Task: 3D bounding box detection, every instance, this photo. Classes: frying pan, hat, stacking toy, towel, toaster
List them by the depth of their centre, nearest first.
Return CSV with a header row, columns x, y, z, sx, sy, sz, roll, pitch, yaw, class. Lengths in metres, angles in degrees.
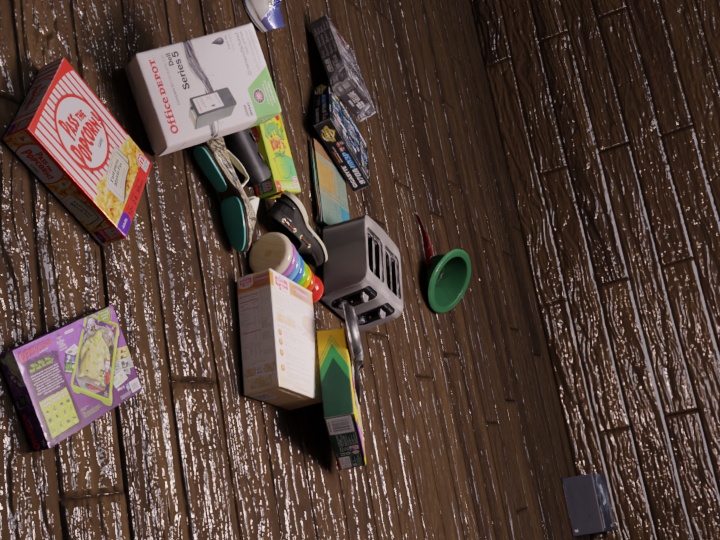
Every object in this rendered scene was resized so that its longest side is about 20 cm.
x,y,z,sx,sy,sz,roll,pitch,yaw,class
-0.010,0.131,1.613,0.191,0.030,0.117,-104,-178,-59,frying pan
-0.121,0.007,1.677,0.200,0.084,0.087,43,37,-57,stacking toy
0.000,0.000,1.907,0.181,0.117,0.203,45,36,-51,toaster
-0.065,-0.169,1.993,0.146,0.021,0.203,36,41,-57,towel
0.185,-0.007,2.471,0.201,0.175,0.166,-55,139,-14,hat

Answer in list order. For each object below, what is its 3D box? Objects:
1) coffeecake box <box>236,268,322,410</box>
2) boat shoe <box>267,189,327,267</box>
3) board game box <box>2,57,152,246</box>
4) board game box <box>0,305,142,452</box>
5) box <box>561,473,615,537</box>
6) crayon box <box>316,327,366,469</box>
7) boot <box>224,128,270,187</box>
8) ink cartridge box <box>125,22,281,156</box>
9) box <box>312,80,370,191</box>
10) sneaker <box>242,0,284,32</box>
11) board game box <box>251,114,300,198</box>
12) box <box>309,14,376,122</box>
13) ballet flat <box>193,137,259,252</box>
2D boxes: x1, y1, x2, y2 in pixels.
x,y,z,sx,sy,sz,roll,pitch,yaw,class
-0.137,0.119,1.566,0.153,0.072,0.204,34,45,-59,coffeecake box
-0.120,-0.067,1.751,0.063,0.073,0.202,-49,145,-16,boat shoe
-0.372,-0.157,1.236,0.201,0.046,0.153,54,30,-39,board game box
-0.349,0.126,1.130,0.200,0.032,0.122,-33,110,-67,board game box
0.803,0.822,3.237,0.199,0.116,0.200,23,54,-60,box
-0.034,0.231,1.651,0.201,0.057,0.175,80,1,-53,crayon box
-0.217,-0.238,1.579,0.165,0.065,0.203,-107,178,-76,boot
-0.243,-0.280,1.427,0.198,0.084,0.148,-22,97,-24,ink cartridge box
-0.042,-0.301,2.070,0.201,0.045,0.160,56,20,-38,box
-0.187,-0.592,1.862,0.202,0.113,0.081,67,25,-16,sneaker
-0.178,-0.239,1.738,0.101,0.047,0.204,-12,86,-67,board game box
-0.040,-0.468,2.142,0.158,0.049,0.203,38,30,-60,box
-0.213,-0.135,1.555,0.075,0.067,0.203,-32,104,-42,ballet flat
